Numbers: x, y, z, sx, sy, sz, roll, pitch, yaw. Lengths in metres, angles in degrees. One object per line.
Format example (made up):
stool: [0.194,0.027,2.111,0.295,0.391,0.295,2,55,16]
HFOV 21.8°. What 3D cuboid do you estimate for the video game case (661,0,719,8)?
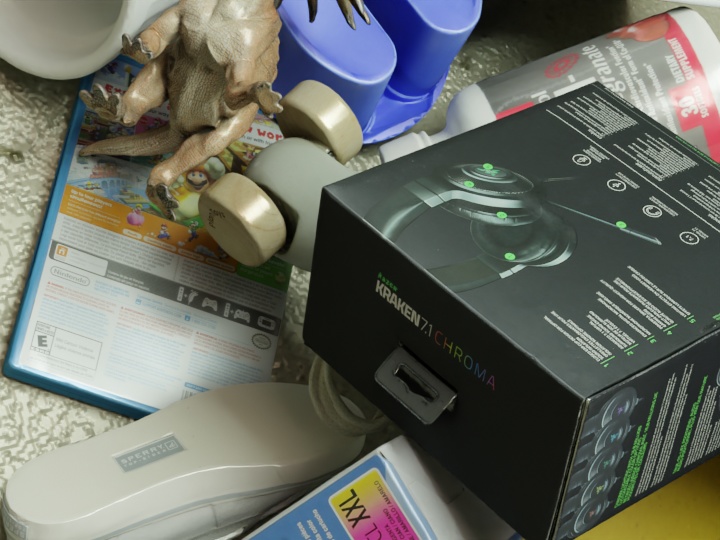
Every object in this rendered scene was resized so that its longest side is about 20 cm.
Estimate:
video game case: [0.142,-0.179,1.125,0.180,0.200,0.023,3,100,-26]

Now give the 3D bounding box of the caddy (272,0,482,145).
caddy: [-0.022,-0.172,1.085,0.141,0.105,0.201,-31,86,-25]

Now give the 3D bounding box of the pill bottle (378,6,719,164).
pill bottle: [0.115,-0.067,1.073,0.198,0.111,0.112,-21,78,-1]

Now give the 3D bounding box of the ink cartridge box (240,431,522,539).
ink cartridge box: [-0.027,0.154,0.900,0.077,0.199,0.136,59,20,6]

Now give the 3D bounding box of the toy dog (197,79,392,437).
toy dog: [0.000,0.000,0.993,0.131,0.097,0.201,-25,72,-14]

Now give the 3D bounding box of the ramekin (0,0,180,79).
ramekin: [-0.152,-0.212,0.988,0.097,0.200,0.201,-30,84,-40]

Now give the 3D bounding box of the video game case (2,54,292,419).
video game case: [-0.105,-0.014,1.031,0.142,0.018,0.202,20,62,-18]

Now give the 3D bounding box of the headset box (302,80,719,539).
headset box: [0.093,0.016,0.859,0.199,0.094,0.174,-23,47,-36]

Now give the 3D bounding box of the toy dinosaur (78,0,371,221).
toy dinosaur: [-0.066,-0.111,0.970,0.086,0.200,0.136,42,44,-2]

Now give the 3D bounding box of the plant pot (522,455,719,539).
plant pot: [0.172,0.073,1.050,0.199,0.200,0.143,33,35,-10]

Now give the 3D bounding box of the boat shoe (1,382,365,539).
boat shoe: [-0.087,0.116,0.959,0.199,0.069,0.072,-20,43,-32]
